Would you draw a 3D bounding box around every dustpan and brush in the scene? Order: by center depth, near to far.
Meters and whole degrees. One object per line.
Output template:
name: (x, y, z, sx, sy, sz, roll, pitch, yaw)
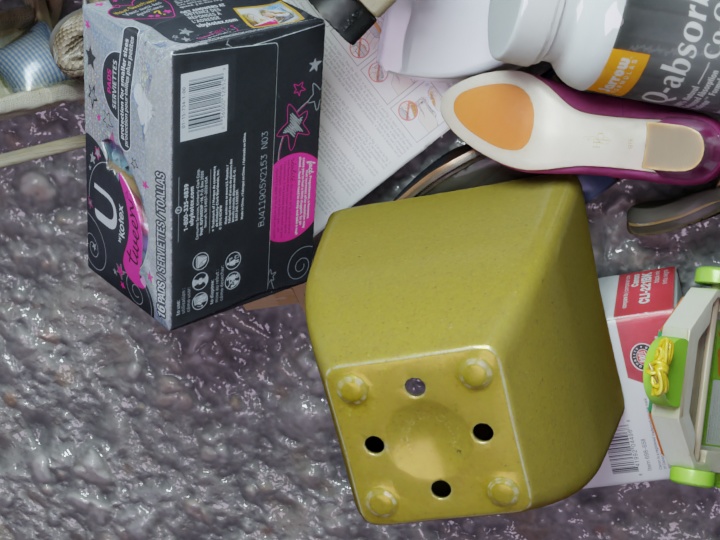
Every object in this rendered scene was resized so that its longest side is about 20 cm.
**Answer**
dustpan and brush: (0.122, -0.190, 0.961, 0.198, 0.057, 0.141, 15, 107, 15)

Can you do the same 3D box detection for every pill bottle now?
pill bottle: (0.191, -0.168, 0.883, 0.198, 0.117, 0.117, 8, 119, -9)

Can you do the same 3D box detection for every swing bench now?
swing bench: (-0.275, -0.181, 0.963, 0.129, 0.198, 0.202, 31, 125, 33)

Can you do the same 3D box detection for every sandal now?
sandal: (0.282, -0.074, 0.968, 0.198, 0.082, 0.055, -16, 89, 29)

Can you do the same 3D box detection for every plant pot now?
plant pot: (0.064, 0.071, 0.923, 0.192, 0.200, 0.197, -9, 110, 18)

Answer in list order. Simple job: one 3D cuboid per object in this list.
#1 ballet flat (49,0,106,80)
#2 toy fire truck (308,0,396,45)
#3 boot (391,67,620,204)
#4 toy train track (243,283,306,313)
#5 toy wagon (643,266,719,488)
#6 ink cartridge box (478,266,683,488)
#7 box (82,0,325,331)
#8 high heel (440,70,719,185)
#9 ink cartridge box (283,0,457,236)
ballet flat: (-0.131, -0.198, 0.961, 0.199, 0.046, 0.068, -37, 131, -16)
toy fire truck: (-0.063, -0.253, 0.865, 0.129, 0.176, 0.200, -42, 125, 11)
boot: (0.097, -0.053, 1.010, 0.200, 0.075, 0.097, -39, 94, 23)
toy train track: (0.000, 0.000, 1.087, 0.198, 0.033, 0.115, -8, 148, 9)
toy wagon: (0.251, 0.077, 0.974, 0.039, 0.199, 0.157, 4, 83, 43)
ink cartridge box: (0.163, 0.091, 1.064, 0.198, 0.084, 0.146, -10, 112, 18)
box: (-0.113, -0.084, 0.938, 0.114, 0.131, 0.202, 31, 128, 41)
high heel: (0.158, -0.100, 0.943, 0.198, 0.096, 0.068, 8, 97, 27)
ink cartridge box: (-0.021, -0.140, 1.032, 0.199, 0.050, 0.161, -38, 102, 10)
